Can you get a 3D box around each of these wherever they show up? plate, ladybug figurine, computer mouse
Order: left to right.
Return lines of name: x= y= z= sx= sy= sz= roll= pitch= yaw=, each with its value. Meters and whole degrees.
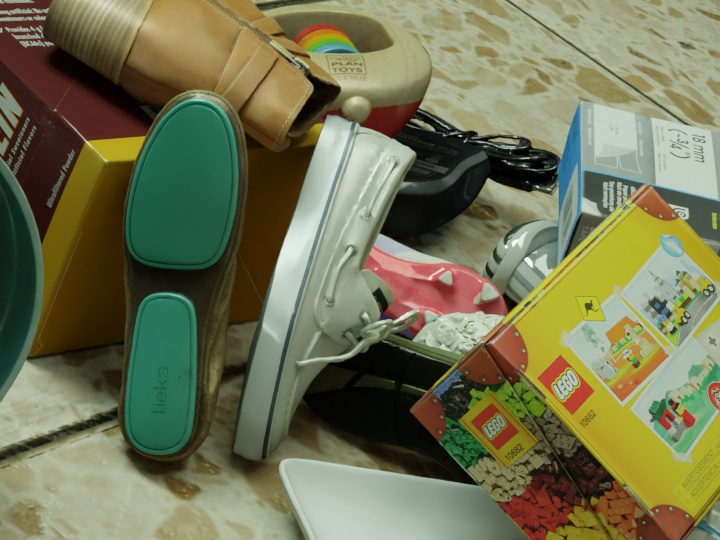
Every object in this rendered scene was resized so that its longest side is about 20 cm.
ladybug figurine: x=-0.021 y=-0.126 z=1.571 sx=0.135 sy=0.072 sz=0.200 roll=0 pitch=20 yaw=-8
computer mouse: x=0.043 y=-0.060 z=1.608 sx=0.138 sy=0.053 sz=0.200 roll=21 pitch=21 yaw=23
plate: x=0.063 y=0.182 z=1.222 sx=0.199 sy=0.032 sz=0.200 roll=11 pitch=31 yaw=-25

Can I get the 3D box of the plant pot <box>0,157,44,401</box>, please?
plant pot: x=-0.274 y=-0.021 z=1.138 sx=0.199 sy=0.201 sz=0.188 roll=11 pitch=16 yaw=-26

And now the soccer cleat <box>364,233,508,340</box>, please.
soccer cleat: x=0.000 y=0.000 z=1.471 sx=0.199 sy=0.067 sz=0.076 roll=24 pitch=-11 yaw=3

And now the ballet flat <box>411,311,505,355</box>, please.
ballet flat: x=0.123 y=0.081 z=1.403 sx=0.199 sy=0.072 sz=0.072 roll=20 pitch=27 yaw=-8

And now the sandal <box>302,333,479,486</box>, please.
sandal: x=0.060 y=0.083 z=1.354 sx=0.200 sy=0.080 sz=0.057 roll=28 pitch=13 yaw=5

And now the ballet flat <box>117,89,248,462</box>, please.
ballet flat: x=-0.092 y=0.002 z=1.255 sx=0.068 sy=0.201 sz=0.072 roll=5 pitch=6 yaw=11

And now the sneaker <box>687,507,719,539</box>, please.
sneaker: x=0.231 y=0.205 z=1.296 sx=0.199 sy=0.075 sz=0.087 roll=23 pitch=32 yaw=14

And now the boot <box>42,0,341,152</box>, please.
boot: x=-0.077 y=-0.143 z=1.347 sx=0.154 sy=0.074 sz=0.200 roll=28 pitch=39 yaw=5

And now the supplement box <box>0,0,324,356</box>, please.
supplement box: x=-0.159 y=-0.072 z=1.374 sx=0.197 sy=0.133 sz=0.200 roll=-8 pitch=42 yaw=-48

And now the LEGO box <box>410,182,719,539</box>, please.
LEGO box: x=0.146 y=0.065 z=1.291 sx=0.149 sy=0.077 sz=0.200 roll=47 pitch=44 yaw=3

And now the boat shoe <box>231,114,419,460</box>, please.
boat shoe: x=-0.009 y=0.017 z=1.304 sx=0.086 sy=0.075 sz=0.203 roll=18 pitch=71 yaw=-1

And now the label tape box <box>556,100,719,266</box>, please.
label tape box: x=0.233 y=-0.032 z=1.548 sx=0.199 sy=0.063 sz=0.144 roll=13 pitch=34 yaw=-4

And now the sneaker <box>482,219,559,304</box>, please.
sneaker: x=0.184 y=0.013 z=1.597 sx=0.200 sy=0.075 sz=0.116 roll=-16 pitch=52 yaw=-39
